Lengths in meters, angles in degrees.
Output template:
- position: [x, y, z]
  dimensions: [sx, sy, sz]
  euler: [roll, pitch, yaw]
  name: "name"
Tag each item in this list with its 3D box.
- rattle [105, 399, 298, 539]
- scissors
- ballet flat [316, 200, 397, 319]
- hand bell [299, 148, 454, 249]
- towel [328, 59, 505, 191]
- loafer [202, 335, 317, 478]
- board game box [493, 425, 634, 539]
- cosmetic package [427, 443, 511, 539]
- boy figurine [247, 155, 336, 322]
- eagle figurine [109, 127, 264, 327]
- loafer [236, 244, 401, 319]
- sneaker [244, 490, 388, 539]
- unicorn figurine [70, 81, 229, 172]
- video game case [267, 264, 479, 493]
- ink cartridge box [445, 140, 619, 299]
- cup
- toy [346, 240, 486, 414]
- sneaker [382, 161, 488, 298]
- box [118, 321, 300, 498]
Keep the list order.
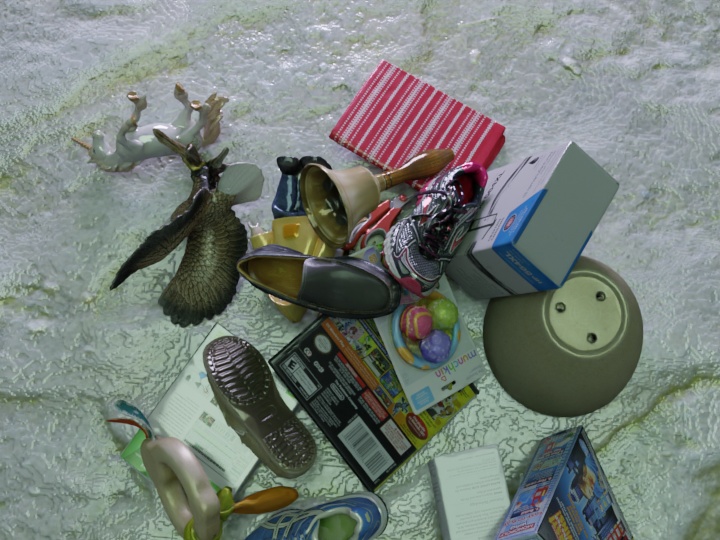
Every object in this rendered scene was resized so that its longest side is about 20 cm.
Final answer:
- position: [-0.186, 0.210, 1.138]
  dimensions: [0.142, 0.131, 0.200]
  euler: [-32, 52, -17]
  name: "rattle"
- position: [0.041, -0.087, 1.239]
  dimensions: [0.072, 0.014, 0.201]
  euler: [28, 57, 14]
  name: "scissors"
- position: [0.000, 0.000, 1.224]
  dimensions: [0.068, 0.063, 0.203]
  euler: [18, 77, 6]
  name: "ballet flat"
- position: [0.035, -0.112, 1.197]
  dimensions: [0.198, 0.104, 0.105]
  euler: [-25, 77, -27]
  name: "hand bell"
- position: [0.077, -0.174, 1.274]
  dimensions: [0.198, 0.023, 0.146]
  euler: [31, 67, 7]
  name: "towel"
- position: [-0.125, 0.165, 1.147]
  dimensions: [0.075, 0.069, 0.201]
  euler: [-20, 60, -30]
  name: "loafer"
- position: [0.229, 0.303, 1.086]
  dimensions: [0.061, 0.199, 0.203]
  euler: [-26, 86, 35]
  name: "board game box"
- position: [0.136, 0.308, 1.125]
  dimensions: [0.080, 0.113, 0.204]
  euler: [-12, 78, -2]
  name: "cosmetic package"
- position: [-0.086, -0.038, 1.229]
  dimensions: [0.122, 0.064, 0.204]
  euler: [4, 77, 14]
  name: "boy figurine"
- position: [-0.210, -0.047, 1.208]
  dimensions: [0.149, 0.151, 0.203]
  euler: [14, 66, -10]
  name: "eagle figurine"
- position: [-0.051, 0.016, 1.124]
  dimensions: [0.197, 0.072, 0.074]
  euler: [9, 96, 23]
  name: "loafer"
- position: [-0.066, 0.307, 1.134]
  dimensions: [0.198, 0.077, 0.077]
  euler: [-27, 78, 9]
  name: "sneaker"
- position: [-0.269, -0.172, 1.245]
  dimensions: [0.196, 0.138, 0.075]
  euler: [3, 59, -13]
  name: "unicorn figurine"
- position: [0.018, 0.128, 1.178]
  dimensions: [0.180, 0.025, 0.201]
  euler: [-40, 97, -13]
  name: "video game case"
- position: [0.188, -0.053, 1.154]
  dimensions: [0.084, 0.199, 0.147]
  euler: [37, 72, -15]
  name: "ink cartridge box"
- position: [0.252, 0.065, 1.167]
  dimensions: [0.196, 0.143, 0.204]
  euler: [0, 76, -1]
  name: "cup"
- position: [0.075, 0.051, 1.158]
  dimensions: [0.114, 0.047, 0.203]
  euler: [-25, 89, -25]
  name: "toy"
- position: [0.088, -0.055, 1.138]
  dimensions: [0.080, 0.074, 0.202]
  euler: [38, 49, -15]
  name: "sneaker"
- position: [-0.176, 0.186, 1.195]
  dimensions: [0.143, 0.036, 0.201]
  euler: [35, 78, 8]
  name: "box"
